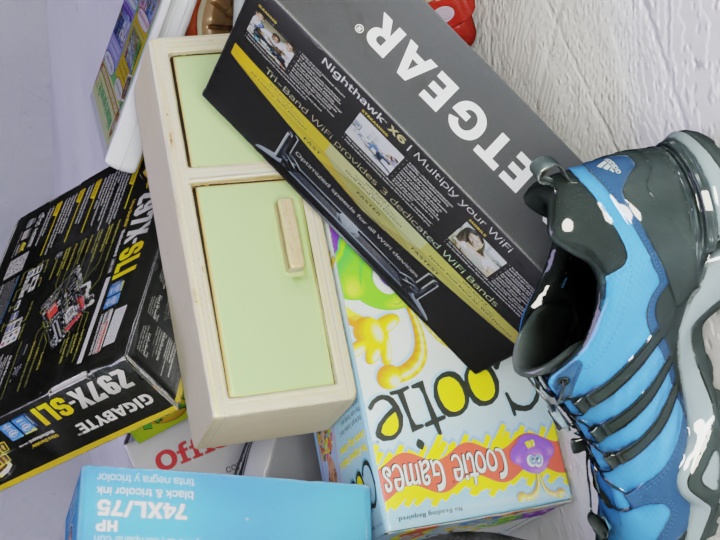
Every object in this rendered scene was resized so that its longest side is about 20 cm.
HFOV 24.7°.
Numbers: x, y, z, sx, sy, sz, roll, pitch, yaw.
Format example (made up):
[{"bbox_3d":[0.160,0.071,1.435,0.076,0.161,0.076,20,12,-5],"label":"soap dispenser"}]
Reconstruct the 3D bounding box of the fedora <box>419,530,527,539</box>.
[{"bbox_3d":[0.082,0.193,0.707,0.091,0.198,0.203,-32,-58,-63],"label":"fedora"}]

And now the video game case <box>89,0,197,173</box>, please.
[{"bbox_3d":[-0.121,-0.167,0.996,0.200,0.022,0.184,-126,56,-70],"label":"video game case"}]

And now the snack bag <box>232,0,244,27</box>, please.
[{"bbox_3d":[-0.043,-0.111,1.022,0.200,0.021,0.191,19,-109,-75],"label":"snack bag"}]

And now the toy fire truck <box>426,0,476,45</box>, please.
[{"bbox_3d":[0.002,-0.160,0.899,0.200,0.127,0.177,58,-166,-53],"label":"toy fire truck"}]

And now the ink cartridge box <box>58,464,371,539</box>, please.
[{"bbox_3d":[-0.078,0.218,0.795,0.147,0.144,0.202,119,153,-58],"label":"ink cartridge box"}]

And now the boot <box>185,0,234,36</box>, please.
[{"bbox_3d":[-0.098,-0.142,1.057,0.200,0.106,0.076,21,-103,-79],"label":"boot"}]

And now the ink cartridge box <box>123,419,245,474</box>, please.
[{"bbox_3d":[-0.047,0.166,1.028,0.084,0.145,0.202,-148,36,-85],"label":"ink cartridge box"}]

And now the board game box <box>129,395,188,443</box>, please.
[{"bbox_3d":[-0.106,0.005,1.003,0.048,0.101,0.201,54,-166,-33],"label":"board game box"}]

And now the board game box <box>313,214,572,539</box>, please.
[{"bbox_3d":[0.028,0.041,0.875,0.105,0.102,0.202,130,131,-67],"label":"board game box"}]

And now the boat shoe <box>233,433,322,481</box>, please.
[{"bbox_3d":[-0.069,0.171,0.952,0.068,0.056,0.202,24,-105,-59],"label":"boat shoe"}]

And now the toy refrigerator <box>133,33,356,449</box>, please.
[{"bbox_3d":[-0.062,-0.019,0.844,0.070,0.075,0.202,126,135,-65],"label":"toy refrigerator"}]

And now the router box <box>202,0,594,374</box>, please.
[{"bbox_3d":[0.023,-0.051,0.754,0.200,0.052,0.157,46,162,-2],"label":"router box"}]

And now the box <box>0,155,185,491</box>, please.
[{"bbox_3d":[-0.154,0.019,0.935,0.049,0.159,0.201,47,-147,-31],"label":"box"}]

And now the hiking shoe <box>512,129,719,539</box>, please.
[{"bbox_3d":[0.097,0.042,0.655,0.074,0.086,0.202,-128,34,-62],"label":"hiking shoe"}]
